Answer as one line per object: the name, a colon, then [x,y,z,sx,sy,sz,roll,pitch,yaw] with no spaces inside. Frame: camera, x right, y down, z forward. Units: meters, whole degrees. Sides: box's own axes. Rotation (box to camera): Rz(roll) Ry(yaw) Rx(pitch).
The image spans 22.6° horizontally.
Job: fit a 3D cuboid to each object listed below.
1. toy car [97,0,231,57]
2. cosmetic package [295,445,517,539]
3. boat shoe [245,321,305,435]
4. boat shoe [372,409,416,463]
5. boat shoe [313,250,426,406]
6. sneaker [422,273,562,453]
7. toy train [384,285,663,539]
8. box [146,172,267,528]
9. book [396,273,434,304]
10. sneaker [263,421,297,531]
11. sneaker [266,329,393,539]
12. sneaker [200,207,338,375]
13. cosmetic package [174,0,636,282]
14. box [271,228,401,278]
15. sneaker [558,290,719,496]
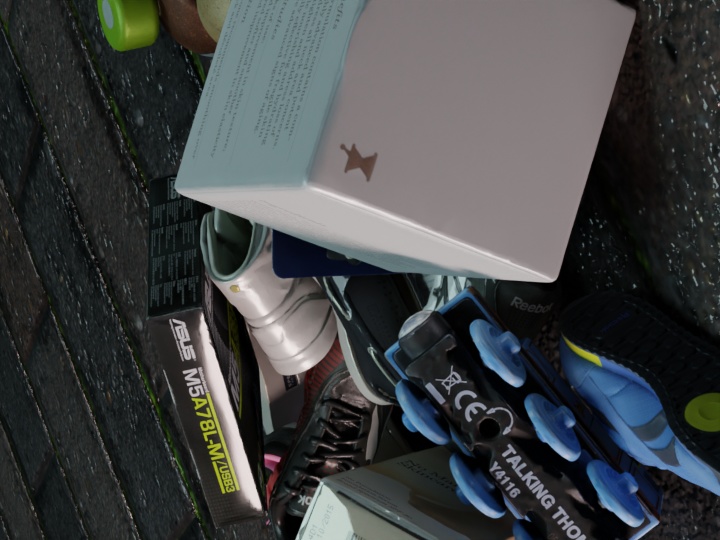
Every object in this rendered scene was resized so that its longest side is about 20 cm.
toy car: [-0.072,-0.180,1.247,0.200,0.164,0.158,58,152,36]
cosmetic package: [0.046,0.168,1.114,0.105,0.200,0.071,26,101,20]
boat shoe: [-0.089,0.051,1.549,0.093,0.075,0.200,30,132,49]
boat shoe: [0.024,0.158,1.425,0.200,0.073,0.063,64,-162,8]
boat shoe: [0.000,0.000,1.239,0.060,0.074,0.200,-12,100,61]
sneaker: [0.085,0.028,1.149,0.090,0.066,0.200,12,103,50]
toy train: [0.097,0.100,1.072,0.200,0.087,0.114,50,-164,-1]
box: [-0.113,0.055,1.333,0.200,0.047,0.193,-99,-2,-59]
book: [0.037,-0.036,1.265,0.134,0.048,0.200,-18,91,65]
sneaker: [-0.032,0.217,1.513,0.200,0.095,0.079,68,154,9]
sneaker: [-0.019,0.132,1.316,0.098,0.071,0.201,-88,17,-62]
sneaker: [-0.055,-0.034,1.305,0.116,0.074,0.200,54,-152,-32]
cosmetic package: [0.019,-0.097,1.044,0.200,0.166,0.168,5,76,64]
box: [-0.001,-0.096,1.164,0.032,0.121,0.200,-178,86,-64]
sneaker: [0.184,0.086,1.015,0.200,0.066,0.079,41,152,51]
